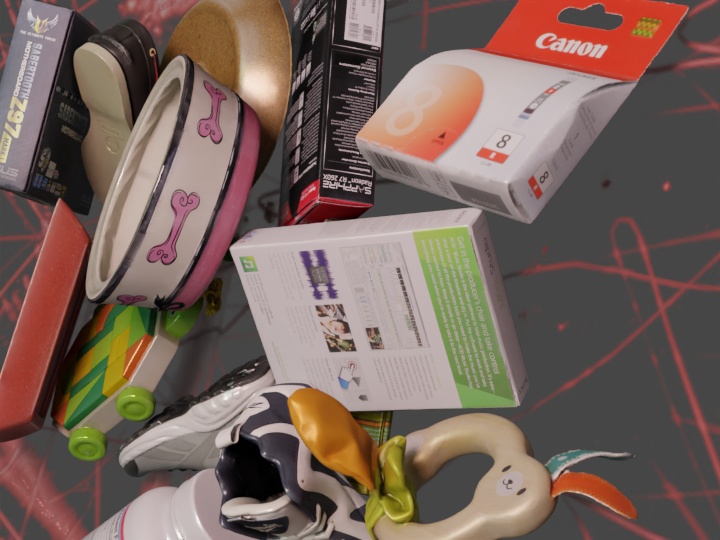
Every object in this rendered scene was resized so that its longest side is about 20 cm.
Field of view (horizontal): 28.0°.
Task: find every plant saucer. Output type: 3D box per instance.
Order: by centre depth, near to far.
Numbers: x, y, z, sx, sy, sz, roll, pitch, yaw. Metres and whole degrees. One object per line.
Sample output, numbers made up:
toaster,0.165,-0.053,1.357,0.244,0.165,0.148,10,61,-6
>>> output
plant saucer,-0.128,-0.155,1.242,0.199,0.035,0.203,-14,73,51
plant saucer,-0.273,0.054,1.257,0.200,0.036,0.202,140,147,-77

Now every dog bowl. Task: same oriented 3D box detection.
dog bowl,-0.143,-0.059,1.117,0.201,0.073,0.202,-55,23,37

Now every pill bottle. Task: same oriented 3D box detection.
pill bottle,-0.171,0.244,1.160,0.199,0.108,0.110,-37,59,25

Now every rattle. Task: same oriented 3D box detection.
rattle,0.073,0.116,0.973,0.198,0.130,0.144,-8,112,43

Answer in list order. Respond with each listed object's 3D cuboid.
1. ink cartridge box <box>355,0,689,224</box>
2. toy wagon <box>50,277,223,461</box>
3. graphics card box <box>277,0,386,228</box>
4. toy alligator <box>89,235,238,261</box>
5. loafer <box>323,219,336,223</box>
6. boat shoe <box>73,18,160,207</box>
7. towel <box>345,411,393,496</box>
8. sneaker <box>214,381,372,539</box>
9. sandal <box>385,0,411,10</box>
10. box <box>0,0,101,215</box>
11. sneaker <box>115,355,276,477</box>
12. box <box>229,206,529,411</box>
ink cartridge box,0.112,-0.136,1.013,0.161,0.050,0.201,21,70,48
toy wagon,-0.191,0.062,1.220,0.199,0.039,0.156,-39,33,32
graphics card box,-0.023,-0.133,1.139,0.125,0.050,0.203,145,129,-69
toy alligator,-0.177,-0.040,1.256,0.198,0.059,0.055,5,118,38
loafer,0.000,0.000,1.090,0.198,0.069,0.076,-8,72,39
boat shoe,-0.205,-0.126,1.263,0.073,0.063,0.203,29,141,21
towel,-0.007,0.071,1.133,0.085,0.018,0.203,3,80,38
sneaker,-0.045,0.186,1.032,0.079,0.129,0.202,-19,90,30
sandal,0.043,-0.259,1.157,0.201,0.050,0.084,0,78,39
box,-0.268,-0.139,1.282,0.050,0.200,0.160,13,87,5
sneaker,-0.128,0.140,1.177,0.199,0.074,0.080,-26,99,42
box,0.014,0.033,1.048,0.198,0.036,0.146,-3,116,30
